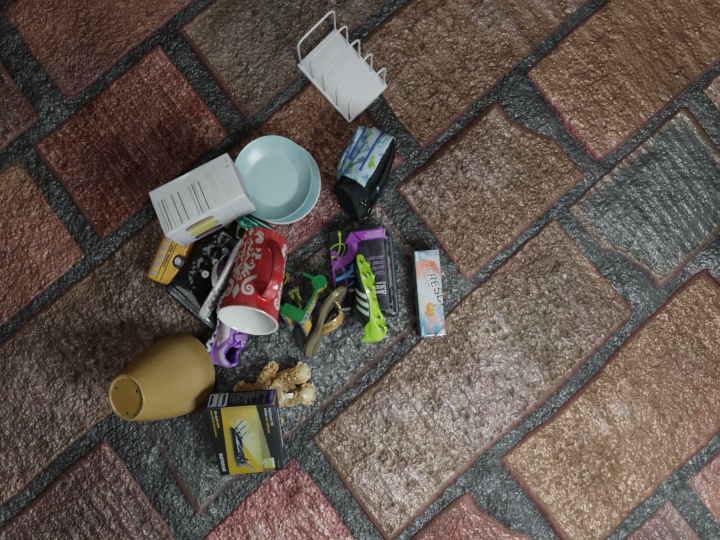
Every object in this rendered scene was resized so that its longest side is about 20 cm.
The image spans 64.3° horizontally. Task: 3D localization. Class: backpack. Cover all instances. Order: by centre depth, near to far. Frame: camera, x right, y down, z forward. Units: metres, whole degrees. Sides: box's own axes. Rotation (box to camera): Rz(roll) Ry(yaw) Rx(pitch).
[{"bbox_3d":[0.012,-0.245,1.368,0.152,0.164,0.201,36,78,17],"label":"backpack"}]

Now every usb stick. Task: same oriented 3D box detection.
[{"bbox_3d":[0.061,0.012,1.402,0.053,0.033,0.208,-6,85,7],"label":"usb stick"}]

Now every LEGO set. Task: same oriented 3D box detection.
[{"bbox_3d":[-0.164,0.069,1.369,0.193,0.117,0.158,13,65,13],"label":"LEGO set"}]

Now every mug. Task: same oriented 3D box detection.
[{"bbox_3d":[-0.210,0.017,1.257,0.172,0.134,0.206,-10,55,27],"label":"mug"}]

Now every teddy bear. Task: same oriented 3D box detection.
[{"bbox_3d":[-0.202,0.289,1.360,0.197,0.067,0.147,-34,104,-5],"label":"teddy bear"}]

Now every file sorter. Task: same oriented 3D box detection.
[{"bbox_3d":[-0.045,-0.498,1.401,0.139,0.125,0.201,-43,87,-4],"label":"file sorter"}]

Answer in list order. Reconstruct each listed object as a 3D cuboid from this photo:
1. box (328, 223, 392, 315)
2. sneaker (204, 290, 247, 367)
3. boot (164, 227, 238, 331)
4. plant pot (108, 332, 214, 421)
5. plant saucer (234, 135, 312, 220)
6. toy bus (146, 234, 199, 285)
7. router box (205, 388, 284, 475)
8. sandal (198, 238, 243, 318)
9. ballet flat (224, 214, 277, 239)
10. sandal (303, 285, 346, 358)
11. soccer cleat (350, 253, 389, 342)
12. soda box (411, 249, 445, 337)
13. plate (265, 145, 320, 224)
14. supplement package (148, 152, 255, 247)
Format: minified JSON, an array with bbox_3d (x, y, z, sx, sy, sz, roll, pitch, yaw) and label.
[{"bbox_3d":[0.000,0.000,1.383,0.138,0.036,0.208,-7,86,14],"label":"box"},{"bbox_3d":[-0.296,0.137,1.338,0.087,0.079,0.206,23,97,36],"label":"sneaker"},{"bbox_3d":[-0.345,0.020,1.380,0.165,0.065,0.202,45,69,-22],"label":"boot"},{"bbox_3d":[-0.451,0.251,1.260,0.180,0.199,0.194,2,96,18],"label":"plant pot"},{"bbox_3d":[-0.212,-0.221,1.390,0.193,0.039,0.209,0,86,-1],"label":"plant saucer"},{"bbox_3d":[-0.435,-0.064,1.382,0.076,0.065,0.206,22,85,3],"label":"toy bus"},{"bbox_3d":[-0.256,0.369,1.302,0.151,0.053,0.206,-4,119,-2],"label":"router box"},{"bbox_3d":[-0.325,0.010,1.315,0.049,0.082,0.207,27,74,-5],"label":"sandal"},{"bbox_3d":[-0.295,-0.119,1.390,0.197,0.067,0.071,35,92,3],"label":"ballet flat"},{"bbox_3d":[-0.073,0.126,1.345,0.053,0.080,0.205,30,108,14],"label":"sandal"},{"bbox_3d":[0.005,0.066,1.330,0.079,0.067,0.207,-19,81,28],"label":"soccer cleat"},{"bbox_3d":[0.163,0.055,1.381,0.061,0.068,0.208,-4,84,-2],"label":"soda box"},{"bbox_3d":[-0.194,-0.215,1.421,0.192,0.026,0.208,0,85,0],"label":"plate"},{"bbox_3d":[-0.356,-0.156,1.302,0.195,0.114,0.112,-27,79,-2],"label":"supplement package"}]
